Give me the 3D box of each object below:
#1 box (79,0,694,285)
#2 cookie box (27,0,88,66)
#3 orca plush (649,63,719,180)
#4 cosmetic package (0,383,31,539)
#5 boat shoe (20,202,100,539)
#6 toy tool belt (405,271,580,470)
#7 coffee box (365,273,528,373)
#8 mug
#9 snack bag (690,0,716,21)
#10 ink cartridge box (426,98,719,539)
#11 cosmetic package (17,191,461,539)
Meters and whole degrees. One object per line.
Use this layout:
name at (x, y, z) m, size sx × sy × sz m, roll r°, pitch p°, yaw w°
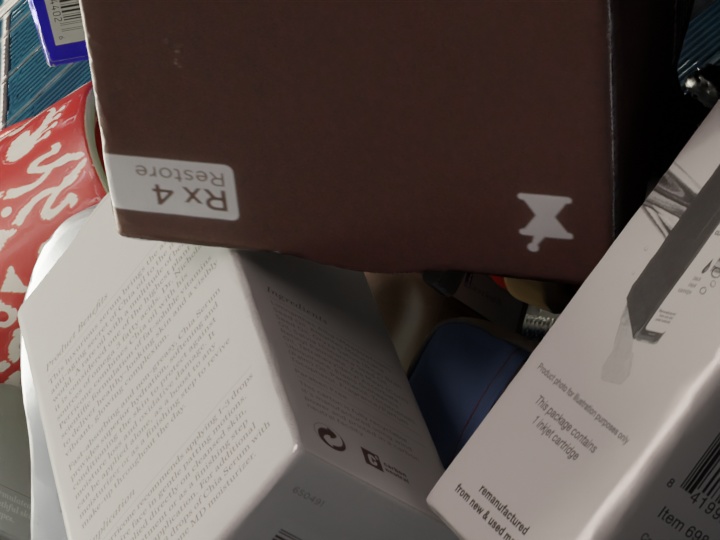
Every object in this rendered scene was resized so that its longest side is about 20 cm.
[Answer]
box at (0.018, -0.125, 0.932) m, size 0.165 × 0.165 × 0.200 m, roll 6°, pitch 42°, yaw 12°
cookie box at (-0.065, -0.180, 1.326) m, size 0.171 × 0.075 × 0.200 m, roll -10°, pitch 30°, yaw 2°
orca plush at (0.141, -0.062, 1.027) m, size 0.105 × 0.071 × 0.200 m, roll -56°, pitch 30°, yaw 0°
cosmetic package at (-0.211, 0.132, 1.313) m, size 0.200 × 0.107 × 0.090 m, roll -37°, pitch 43°, yaw 33°
boat shoe at (-0.089, 0.051, 1.170) m, size 0.073 × 0.065 × 0.200 m, roll 32°, pitch 131°, yaw 25°
toy tool belt at (0.070, 0.072, 0.982) m, size 0.123 × 0.125 × 0.200 m, roll 21°, pitch 81°, yaw 28°
coffee box at (0.000, 0.000, 1.101) m, size 0.114 × 0.080 × 0.201 m, roll 13°, pitch 78°, yaw 27°
mug at (-0.161, -0.012, 1.350) m, size 0.200 × 0.133 × 0.178 m, roll -33°, pitch 59°, yaw 29°
snack bag at (0.088, -0.134, 1.089) m, size 0.200 × 0.021 × 0.188 m, roll -38°, pitch 42°, yaw -28°
ink cartridge box at (0.140, 0.034, 0.861) m, size 0.200 × 0.144 × 0.084 m, roll -53°, pitch 30°, yaw 3°
cosmetic package at (-0.043, 0.047, 0.955) m, size 0.101 × 0.071 × 0.200 m, roll -49°, pitch 31°, yaw 19°
